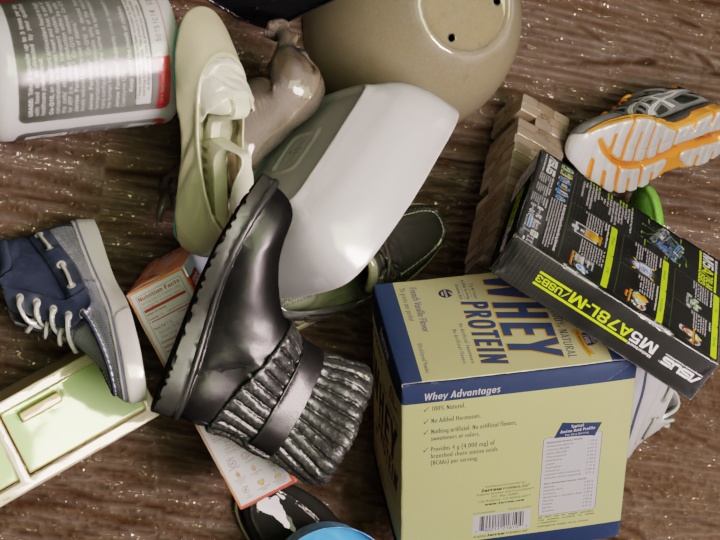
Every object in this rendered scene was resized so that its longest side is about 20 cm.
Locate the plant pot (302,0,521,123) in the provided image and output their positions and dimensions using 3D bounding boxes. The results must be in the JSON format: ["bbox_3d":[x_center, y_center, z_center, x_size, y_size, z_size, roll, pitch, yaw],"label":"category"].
[{"bbox_3d":[0.065,-0.223,1.556,0.198,0.134,0.202,1,89,-23],"label":"plant pot"}]

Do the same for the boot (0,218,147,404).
[{"bbox_3d":[-0.234,0.040,1.411,0.090,0.201,0.073,-14,132,-15],"label":"boot"}]

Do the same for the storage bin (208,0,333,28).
[{"bbox_3d":[-0.085,-0.283,1.459,0.134,0.200,0.094,28,77,-19],"label":"storage bin"}]

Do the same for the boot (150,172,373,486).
[{"bbox_3d":[-0.056,0.047,1.365,0.157,0.079,0.213,22,97,-8],"label":"boot"}]

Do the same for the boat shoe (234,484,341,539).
[{"bbox_3d":[-0.028,0.257,1.542,0.074,0.063,0.202,-44,102,-12],"label":"boat shoe"}]

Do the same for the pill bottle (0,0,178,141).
[{"bbox_3d":[-0.254,-0.166,1.432,0.198,0.114,0.115,-9,92,-23],"label":"pill bottle"}]

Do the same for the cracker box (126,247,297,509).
[{"bbox_3d":[-0.118,0.082,1.466,0.057,0.134,0.201,-26,99,5],"label":"cracker box"}]

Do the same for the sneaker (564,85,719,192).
[{"bbox_3d":[0.259,-0.129,1.650,0.199,0.077,0.079,-11,132,-38],"label":"sneaker"}]

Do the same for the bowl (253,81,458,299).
[{"bbox_3d":[-0.031,-0.075,1.470,0.075,0.199,0.201,41,67,-22],"label":"bowl"}]

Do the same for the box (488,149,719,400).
[{"bbox_3d":[0.208,-0.003,1.455,0.192,0.200,0.048,34,117,-5],"label":"box"}]

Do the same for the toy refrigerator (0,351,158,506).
[{"bbox_3d":[-0.271,0.132,1.440,0.199,0.070,0.076,-29,99,-20],"label":"toy refrigerator"}]

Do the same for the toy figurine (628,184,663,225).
[{"bbox_3d":[0.188,0.015,1.615,0.182,0.150,0.202,0,69,-13],"label":"toy figurine"}]

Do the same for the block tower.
[{"bbox_3d":[0.140,-0.069,1.578,0.057,0.054,0.201,26,51,-17],"label":"block tower"}]

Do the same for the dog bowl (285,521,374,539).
[{"bbox_3d":[0.003,0.291,1.494,0.112,0.050,0.200,-46,107,0],"label":"dog bowl"}]

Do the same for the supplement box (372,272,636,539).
[{"bbox_3d":[0.116,0.120,1.496,0.198,0.135,0.201,-6,127,-8],"label":"supplement box"}]

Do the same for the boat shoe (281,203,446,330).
[{"bbox_3d":[-0.001,-0.001,1.558,0.200,0.066,0.072,-26,98,-21],"label":"boat shoe"}]

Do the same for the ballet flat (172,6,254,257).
[{"bbox_3d":[-0.112,-0.110,1.417,0.069,0.069,0.202,-3,100,-22],"label":"ballet flat"}]

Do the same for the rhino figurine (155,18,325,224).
[{"bbox_3d":[-0.108,-0.113,1.489,0.200,0.088,0.060,-46,135,8],"label":"rhino figurine"}]

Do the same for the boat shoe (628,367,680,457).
[{"bbox_3d":[0.247,0.120,1.550,0.066,0.201,0.074,1,60,-1],"label":"boat shoe"}]
